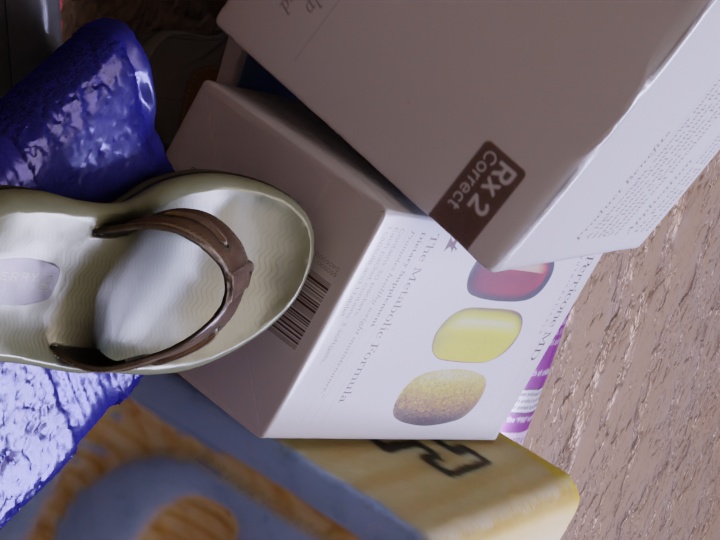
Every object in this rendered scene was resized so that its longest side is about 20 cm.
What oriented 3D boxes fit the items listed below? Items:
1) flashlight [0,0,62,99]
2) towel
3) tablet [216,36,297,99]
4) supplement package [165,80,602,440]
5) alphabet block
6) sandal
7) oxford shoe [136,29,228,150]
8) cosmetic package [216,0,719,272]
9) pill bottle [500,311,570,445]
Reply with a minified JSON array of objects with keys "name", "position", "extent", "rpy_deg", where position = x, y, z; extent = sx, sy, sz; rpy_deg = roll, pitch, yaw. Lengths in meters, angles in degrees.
[{"name":"flashlight","position":[-0.131,-0.087,1.031],"extent":[0.068,0.068,0.200],"rpy_deg":[-25,128,-37]},{"name":"towel","position":[-0.140,0.015,0.980],"extent":[0.200,0.049,0.148],"rpy_deg":[-48,139,-31]},{"name":"tablet","position":[-0.019,-0.090,1.216],"extent":[0.200,0.014,0.130],"rpy_deg":[-1,109,-67]},{"name":"supplement package","position":[0.000,0.000,1.151],"extent":[0.200,0.109,0.114],"rpy_deg":[5,117,-58]},{"name":"alphabet block","position":[-0.047,0.141,1.193],"extent":[0.196,0.196,0.200],"rpy_deg":[-61,162,13]},{"name":"sandal","position":[-0.082,0.008,0.963],"extent":[0.201,0.057,0.080],"rpy_deg":[-6,111,-54]},{"name":"oxford shoe","position":[-0.050,-0.084,1.244],"extent":[0.200,0.058,0.075],"rpy_deg":[-17,121,-67]},{"name":"cosmetic package","position":[0.079,-0.115,1.121],"extent":[0.165,0.165,0.200],"rpy_deg":[-52,164,16]},{"name":"pill bottle","position":[0.057,-0.008,1.314],"extent":[0.112,0.112,0.200],"rpy_deg":[-5,117,-68]}]
